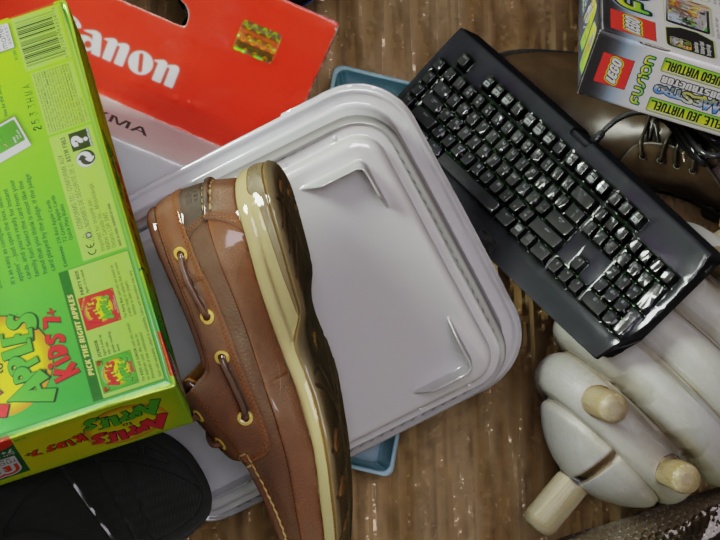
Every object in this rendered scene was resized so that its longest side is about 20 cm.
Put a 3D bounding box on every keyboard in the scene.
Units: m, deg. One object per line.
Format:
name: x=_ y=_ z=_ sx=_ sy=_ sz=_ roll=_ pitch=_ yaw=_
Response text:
keyboard: x=0.102 y=-0.056 z=1.294 sx=0.127 sy=0.021 sz=0.200 roll=-44 pitch=54 yaw=0

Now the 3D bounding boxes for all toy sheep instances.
toy sheep: x=0.150 y=0.050 z=1.305 sx=0.200 sy=0.138 sz=0.138 roll=-43 pitch=87 yaw=-5

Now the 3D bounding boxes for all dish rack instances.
dish rack: x=-0.037 y=0.025 z=1.272 sx=0.200 sy=0.044 sz=0.172 roll=-26 pitch=111 yaw=7

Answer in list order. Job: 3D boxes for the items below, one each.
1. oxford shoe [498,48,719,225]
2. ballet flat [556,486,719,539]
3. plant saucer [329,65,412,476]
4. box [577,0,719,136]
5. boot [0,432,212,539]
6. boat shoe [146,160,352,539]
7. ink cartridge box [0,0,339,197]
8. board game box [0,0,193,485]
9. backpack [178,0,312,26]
oxford shoe: x=0.151 y=-0.073 z=1.353 sx=0.199 sy=0.084 sz=0.073 roll=15 pitch=79 yaw=-3
ballet flat: x=0.145 y=0.139 z=1.332 sx=0.199 sy=0.068 sz=0.046 roll=-19 pitch=41 yaw=-9
plant saucer: x=0.000 y=0.000 z=1.351 sx=0.070 sy=0.019 sz=0.201 roll=13 pitch=79 yaw=-6
box: x=0.163 y=-0.128 z=1.320 sx=0.110 sy=0.200 sz=0.035 roll=16 pitch=119 yaw=-4
boot: x=-0.181 y=0.143 z=1.246 sx=0.203 sy=0.154 sz=0.074 roll=-15 pitch=68 yaw=-38
boat shoe: x=-0.047 y=0.051 z=1.225 sx=0.067 sy=0.072 sz=0.201 roll=-11 pitch=106 yaw=7
ink cartridge box: x=-0.131 y=-0.075 z=1.285 sx=0.199 sy=0.044 sz=0.174 roll=23 pitch=118 yaw=-3
board game box: x=-0.151 y=-0.013 z=1.201 sx=0.101 sy=0.048 sz=0.201 roll=-18 pitch=65 yaw=0
backpack: x=-0.047 y=-0.237 z=1.295 sx=0.183 sy=0.200 sz=0.147 roll=-31 pitch=61 yaw=-14
